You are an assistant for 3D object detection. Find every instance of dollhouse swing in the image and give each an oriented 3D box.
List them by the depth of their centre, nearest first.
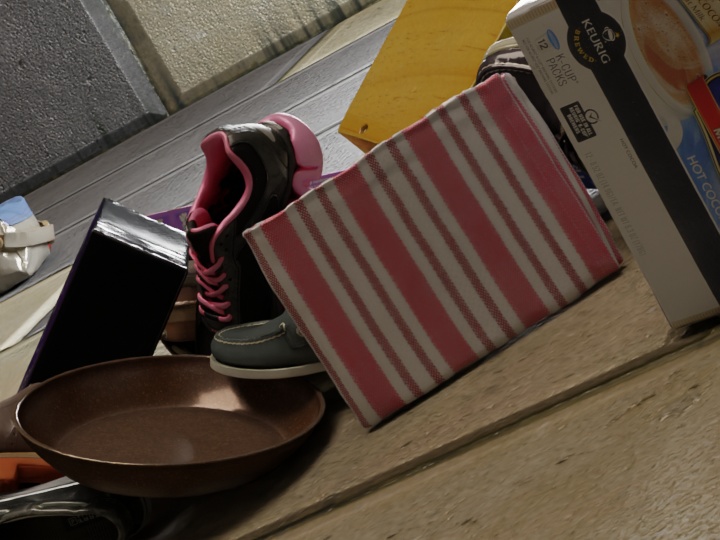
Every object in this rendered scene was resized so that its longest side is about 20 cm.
[{"bbox_3d":[0.113,-0.146,1.776,0.181,0.175,0.201,22,81,56],"label":"dollhouse swing"}]

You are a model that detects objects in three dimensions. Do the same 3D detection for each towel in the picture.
[{"bbox_3d":[0.046,-0.014,1.421,0.199,0.147,0.030,-32,0,-5],"label":"towel"}]

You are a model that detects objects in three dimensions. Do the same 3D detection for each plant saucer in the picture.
[{"bbox_3d":[-0.122,0.102,1.464,0.199,0.037,0.201,0,18,0],"label":"plant saucer"}]

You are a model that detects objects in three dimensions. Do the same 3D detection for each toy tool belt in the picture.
[{"bbox_3d":[-0.466,-0.052,2.992,0.124,0.123,0.200,-28,11,11],"label":"toy tool belt"}]

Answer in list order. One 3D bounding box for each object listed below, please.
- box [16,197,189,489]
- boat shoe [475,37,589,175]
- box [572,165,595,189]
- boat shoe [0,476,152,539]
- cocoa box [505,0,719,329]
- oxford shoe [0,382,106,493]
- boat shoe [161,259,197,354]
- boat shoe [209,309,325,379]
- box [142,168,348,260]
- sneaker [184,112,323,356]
[{"bbox_3d":[-0.193,0.062,1.640,0.141,0.078,0.201,-97,31,-80],"label":"box"},{"bbox_3d":[0.157,-0.092,1.461,0.199,0.072,0.065,23,48,20],"label":"boat shoe"},{"bbox_3d":[0.174,-0.119,1.593,0.048,0.122,0.200,-34,11,-16],"label":"box"},{"bbox_3d":[-0.232,0.180,1.488,0.199,0.072,0.071,-26,8,16],"label":"boat shoe"},{"bbox_3d":[0.197,-0.097,1.231,0.131,0.201,0.133,-22,14,36],"label":"cocoa box"},{"bbox_3d":[-0.196,0.108,1.542,0.198,0.073,0.071,-3,-20,-16],"label":"oxford shoe"},{"bbox_3d":[-0.136,0.040,1.832,0.075,0.072,0.200,-6,-9,4],"label":"boat shoe"},{"bbox_3d":[-0.014,0.028,1.492,0.199,0.062,0.073,-8,14,28],"label":"boat shoe"},{"bbox_3d":[-0.060,-0.037,1.810,0.198,0.039,0.137,-13,-9,6],"label":"box"},{"bbox_3d":[-0.091,-0.009,1.557,0.079,0.202,0.095,16,11,35],"label":"sneaker"}]
